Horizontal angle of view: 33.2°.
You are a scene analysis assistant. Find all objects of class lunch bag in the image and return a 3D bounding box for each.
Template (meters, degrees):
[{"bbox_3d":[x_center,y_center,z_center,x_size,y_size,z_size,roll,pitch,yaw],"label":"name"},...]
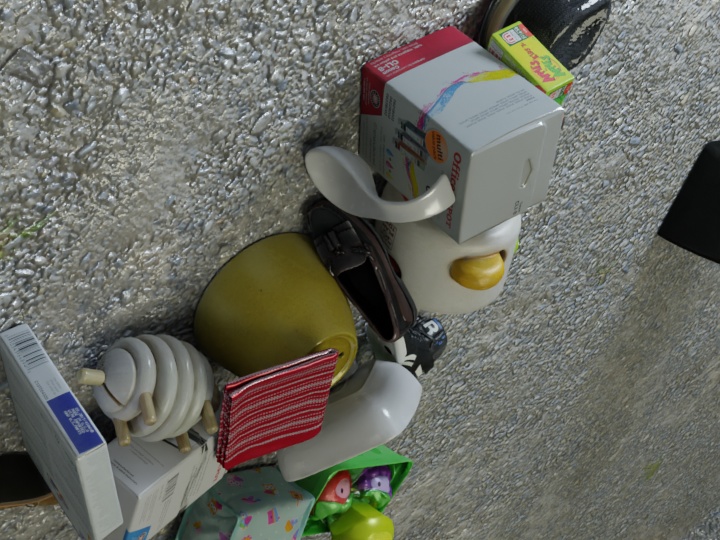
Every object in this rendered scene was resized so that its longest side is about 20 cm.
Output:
[{"bbox_3d":[-0.182,0.396,1.759,0.170,0.122,0.200,-2,121,-48],"label":"lunch bag"}]

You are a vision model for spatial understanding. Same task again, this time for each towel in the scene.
[{"bbox_3d":[-0.101,0.169,1.447,0.144,0.023,0.200,-18,150,-20],"label":"towel"}]

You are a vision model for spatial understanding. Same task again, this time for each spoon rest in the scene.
[{"bbox_3d":[0.011,-0.094,1.385,0.061,0.200,0.099,-50,134,-28],"label":"spoon rest"}]

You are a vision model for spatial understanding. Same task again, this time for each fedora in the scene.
[{"bbox_3d":[0.243,-0.308,1.505,0.200,0.092,0.201,-29,144,-24],"label":"fedora"}]

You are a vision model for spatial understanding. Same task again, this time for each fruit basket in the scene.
[{"bbox_3d":[-0.005,0.364,1.849,0.215,0.216,0.156,3,123,-50],"label":"fruit basket"}]

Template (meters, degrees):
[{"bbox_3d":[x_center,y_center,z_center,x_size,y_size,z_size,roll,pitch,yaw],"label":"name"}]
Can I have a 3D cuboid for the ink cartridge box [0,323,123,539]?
[{"bbox_3d":[-0.322,0.189,1.307,0.043,0.196,0.200,-26,142,-25],"label":"ink cartridge box"}]

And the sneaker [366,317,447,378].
[{"bbox_3d":[0.074,0.095,1.777,0.112,0.073,0.200,-39,155,-17],"label":"sneaker"}]

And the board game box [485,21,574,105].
[{"bbox_3d":[0.184,-0.196,1.482,0.048,0.102,0.200,-30,158,-26],"label":"board game box"}]

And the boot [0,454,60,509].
[{"bbox_3d":[-0.389,0.259,1.429,0.200,0.074,0.076,-7,137,-48],"label":"boot"}]

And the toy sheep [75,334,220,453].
[{"bbox_3d":[-0.242,0.138,1.405,0.200,0.138,0.138,21,109,-49],"label":"toy sheep"}]

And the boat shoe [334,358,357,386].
[{"bbox_3d":[-0.097,0.150,1.651,0.200,0.071,0.070,-31,117,-17],"label":"boat shoe"}]

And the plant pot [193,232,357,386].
[{"bbox_3d":[-0.086,0.075,1.501,0.200,0.142,0.200,-29,143,-25],"label":"plant pot"}]

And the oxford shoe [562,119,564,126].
[{"bbox_3d":[0.229,-0.209,1.570,0.072,0.071,0.200,-19,170,-4],"label":"oxford shoe"}]

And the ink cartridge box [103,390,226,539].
[{"bbox_3d":[-0.247,0.245,1.498,0.200,0.084,0.145,-36,157,-46],"label":"ink cartridge box"}]

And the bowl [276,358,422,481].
[{"bbox_3d":[-0.024,0.197,1.672,0.199,0.075,0.200,-26,-169,19],"label":"bowl"}]

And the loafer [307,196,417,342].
[{"bbox_3d":[0.000,0.000,1.482,0.072,0.200,0.063,-30,-169,29],"label":"loafer"}]

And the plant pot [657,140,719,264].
[{"bbox_3d":[0.688,-0.104,2.149,0.199,0.177,0.200,-9,133,-42],"label":"plant pot"}]

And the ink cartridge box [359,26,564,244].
[{"bbox_3d":[0.114,-0.161,1.420,0.144,0.200,0.146,-28,142,-27],"label":"ink cartridge box"}]

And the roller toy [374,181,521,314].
[{"bbox_3d":[0.108,-0.046,1.549,0.200,0.182,0.140,-60,165,-51],"label":"roller toy"}]
